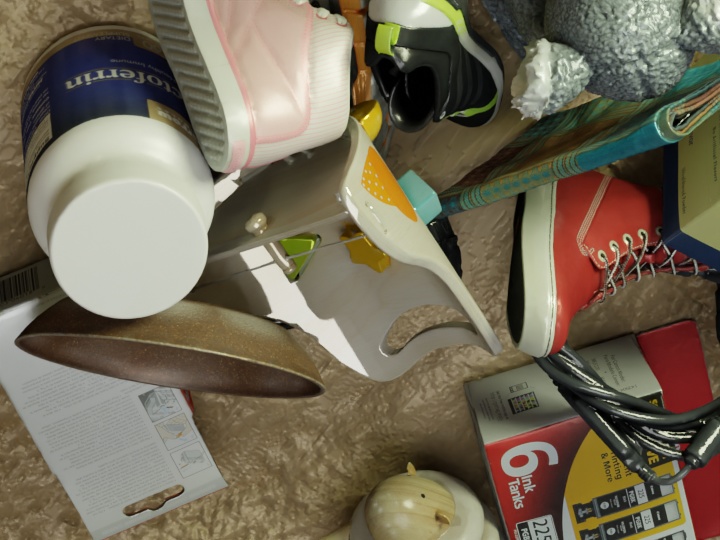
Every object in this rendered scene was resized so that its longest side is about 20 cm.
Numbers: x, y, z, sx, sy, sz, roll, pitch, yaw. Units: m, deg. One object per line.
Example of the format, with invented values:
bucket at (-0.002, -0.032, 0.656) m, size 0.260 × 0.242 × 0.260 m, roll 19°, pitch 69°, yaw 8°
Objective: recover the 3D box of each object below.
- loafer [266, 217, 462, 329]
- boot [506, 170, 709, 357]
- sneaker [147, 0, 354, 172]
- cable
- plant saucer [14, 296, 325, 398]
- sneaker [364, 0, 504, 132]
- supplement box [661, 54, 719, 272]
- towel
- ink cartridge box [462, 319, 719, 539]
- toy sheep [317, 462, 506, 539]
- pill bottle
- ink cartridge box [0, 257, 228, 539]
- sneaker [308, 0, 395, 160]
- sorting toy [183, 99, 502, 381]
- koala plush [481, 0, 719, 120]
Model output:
loafer at (-0.032, 0.000, 1.725) m, size 0.199 × 0.068 × 0.071 m, roll -12°, pitch 91°, yaw 3°
boot at (0.169, -0.005, 1.656) m, size 0.143 × 0.200 × 0.073 m, roll 12°, pitch 123°, yaw 1°
sneaker at (-0.066, -0.154, 1.572) m, size 0.104 × 0.201 × 0.075 m, roll -11°, pitch 155°, yaw -21°
cable at (0.195, 0.034, 1.736) m, size 0.163 × 0.051 × 0.200 m, roll -40°, pitch 83°, yaw -11°
plant saucer at (-0.118, 0.046, 1.627) m, size 0.199 × 0.200 × 0.037 m, roll 11°, pitch 79°, yaw -15°
sneaker at (0.035, -0.121, 1.606) m, size 0.071 × 0.083 × 0.200 m, roll 13°, pitch 164°, yaw 21°
supplement box at (0.331, -0.079, 1.650) m, size 0.199 × 0.135 × 0.200 m, roll 24°, pitch 140°, yaw -24°
towel at (0.151, -0.089, 1.610) m, size 0.199 × 0.147 × 0.022 m, roll -17°, pitch 103°, yaw 43°
ink cartridge box at (0.184, 0.155, 1.835) m, size 0.175 × 0.084 × 0.201 m, roll -17°, pitch 121°, yaw 0°
toy sheep at (0.044, 0.218, 1.824) m, size 0.137 × 0.138 × 0.200 m, roll -17°, pitch 136°, yaw 0°
pill bottle at (-0.150, -0.061, 1.584) m, size 0.115 × 0.200 × 0.116 m, roll -4°, pitch 121°, yaw -8°
ink cartridge box at (-0.176, 0.081, 1.751) m, size 0.109 × 0.050 × 0.201 m, roll -23°, pitch 122°, yaw 3°
sneaker at (-0.021, -0.130, 1.648) m, size 0.077 × 0.078 × 0.201 m, roll 2°, pitch 121°, yaw 12°
sorting toy at (0.000, 0.000, 1.628) m, size 0.200 × 0.107 × 0.180 m, roll -16°, pitch 123°, yaw 47°
koala plush at (0.155, -0.167, 1.575) m, size 0.176 × 0.200 × 0.184 m, roll -16°, pitch 121°, yaw -1°
